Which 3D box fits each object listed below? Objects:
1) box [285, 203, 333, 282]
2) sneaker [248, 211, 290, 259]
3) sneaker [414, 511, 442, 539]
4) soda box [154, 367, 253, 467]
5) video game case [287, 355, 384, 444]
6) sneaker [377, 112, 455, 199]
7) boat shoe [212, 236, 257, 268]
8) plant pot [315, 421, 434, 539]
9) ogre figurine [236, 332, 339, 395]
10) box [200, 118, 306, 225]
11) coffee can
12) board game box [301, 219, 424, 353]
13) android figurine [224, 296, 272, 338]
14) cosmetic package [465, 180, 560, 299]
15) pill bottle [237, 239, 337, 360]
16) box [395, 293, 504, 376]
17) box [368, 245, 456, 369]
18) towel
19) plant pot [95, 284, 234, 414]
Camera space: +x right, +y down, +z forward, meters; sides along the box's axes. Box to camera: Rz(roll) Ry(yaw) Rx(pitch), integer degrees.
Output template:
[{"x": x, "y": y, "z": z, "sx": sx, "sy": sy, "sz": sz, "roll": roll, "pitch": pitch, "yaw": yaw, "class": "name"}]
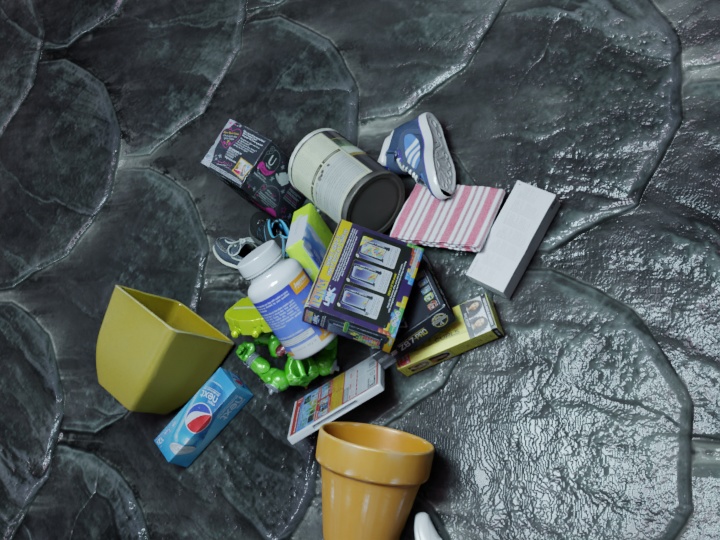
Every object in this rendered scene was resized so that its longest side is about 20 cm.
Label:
[{"x": -0.086, "y": -0.034, "z": 1.652, "sx": 0.047, "sy": 0.122, "sz": 0.200, "roll": -28, "pitch": 22, "yaw": 15, "class": "box"}, {"x": -0.170, "y": -0.078, "z": 1.739, "sx": 0.073, "sy": 0.083, "sz": 0.200, "roll": -11, "pitch": 34, "yaw": -23, "class": "sneaker"}, {"x": 0.145, "y": 0.489, "z": 1.424, "sx": 0.080, "sy": 0.070, "sz": 0.202, "roll": -24, "pitch": 67, "yaw": 6, "class": "sneaker"}, {"x": -0.310, "y": 0.292, "z": 1.721, "sx": 0.200, "sy": 0.068, "sz": 0.064, "roll": -48, "pitch": 58, "yaw": 2, "class": "soda box"}, {"x": -0.042, "y": 0.229, "z": 1.587, "sx": 0.199, "sy": 0.018, "sz": 0.143, "roll": -32, "pitch": 15, "yaw": 12, "class": "video game case"}, {"x": 0.101, "y": -0.198, "z": 1.700, "sx": 0.146, "sy": 0.080, "sz": 0.202, "roll": -29, "pitch": 55, "yaw": 33, "class": "sneaker"}, {"x": -0.236, "y": -0.031, "z": 1.791, "sx": 0.199, "sy": 0.074, "sz": 0.062, "roll": 34, "pitch": 132, "yaw": 40, "class": "boat shoe"}, {"x": 0.013, "y": 0.371, "z": 1.471, "sx": 0.198, "sy": 0.200, "sz": 0.185, "roll": 10, "pitch": 91, "yaw": 29, "class": "plant pot"}, {"x": -0.126, "y": 0.162, "z": 1.658, "sx": 0.198, "sy": 0.098, "sz": 0.121, "roll": -10, "pitch": 63, "yaw": -24, "class": "ogre figurine"}, {"x": -0.206, "y": -0.200, "z": 1.784, "sx": 0.132, "sy": 0.200, "sz": 0.115, "roll": 31, "pitch": 84, "yaw": 31, "class": "box"}, {"x": -0.030, "y": -0.171, "z": 1.706, "sx": 0.147, "sy": 0.146, "sz": 0.200, "roll": -50, "pitch": 52, "yaw": 1, "class": "coffee can"}, {"x": 0.007, "y": 0.025, "z": 1.522, "sx": 0.164, "sy": 0.057, "sz": 0.201, "roll": 19, "pitch": 55, "yaw": 3, "class": "board game box"}, {"x": -0.179, "y": 0.077, "z": 1.684, "sx": 0.180, "sy": 0.200, "sz": 0.041, "roll": -3, "pitch": 113, "yaw": 24, "class": "android figurine"}, {"x": 0.277, "y": -0.056, "z": 1.575, "sx": 0.082, "sy": 0.051, "sz": 0.201, "roll": 27, "pitch": 84, "yaw": 29, "class": "cosmetic package"}, {"x": -0.131, "y": 0.050, "z": 1.554, "sx": 0.111, "sy": 0.201, "sz": 0.112, "roll": -31, "pitch": 15, "yaw": 9, "class": "pill bottle"}, {"x": 0.153, "y": 0.117, "z": 1.568, "sx": 0.198, "sy": 0.050, "sz": 0.076, "roll": -24, "pitch": 60, "yaw": 18, "class": "box"}, {"x": 0.074, "y": 0.063, "z": 1.590, "sx": 0.161, "sy": 0.049, "sz": 0.201, "roll": -36, "pitch": 35, "yaw": 12, "class": "box"}, {"x": 0.163, "y": -0.101, "z": 1.638, "sx": 0.198, "sy": 0.030, "sz": 0.147, "roll": 8, "pitch": 56, "yaw": 33, "class": "towel"}, {"x": -0.416, "y": 0.175, "z": 1.754, "sx": 0.193, "sy": 0.195, "sz": 0.201, "roll": 31, "pitch": 94, "yaw": 32, "class": "plant pot"}]
